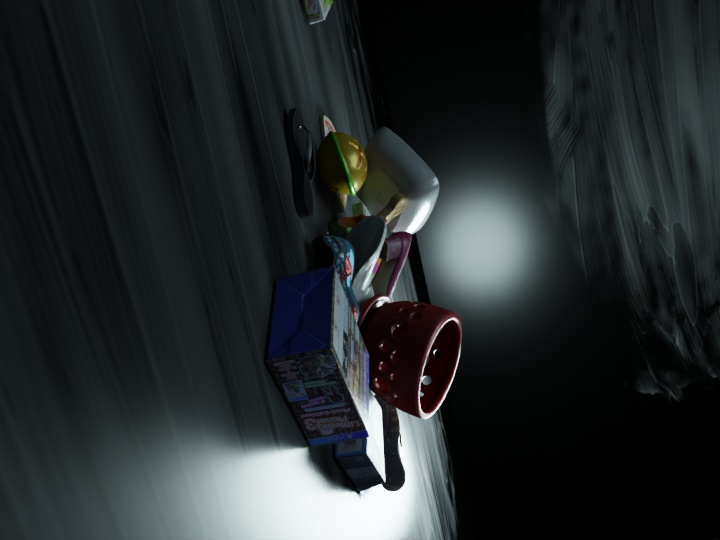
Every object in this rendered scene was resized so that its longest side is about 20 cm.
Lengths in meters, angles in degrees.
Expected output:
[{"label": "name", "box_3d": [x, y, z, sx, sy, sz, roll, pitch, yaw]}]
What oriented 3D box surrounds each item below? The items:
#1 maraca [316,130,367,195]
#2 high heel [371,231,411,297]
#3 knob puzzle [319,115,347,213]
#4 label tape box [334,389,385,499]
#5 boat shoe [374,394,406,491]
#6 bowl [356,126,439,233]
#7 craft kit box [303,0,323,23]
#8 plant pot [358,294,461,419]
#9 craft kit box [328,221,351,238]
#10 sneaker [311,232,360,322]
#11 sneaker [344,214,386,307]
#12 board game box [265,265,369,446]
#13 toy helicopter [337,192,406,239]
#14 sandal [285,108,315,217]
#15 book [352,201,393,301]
[{"label": "maraca", "box_3d": [-0.039, -0.222, 1.478, 0.200, 0.104, 0.141, -127, -162, -89]}, {"label": "high heel", "box_3d": [0.061, 0.020, 1.442, 0.095, 0.067, 0.205, -18, 131, -46]}, {"label": "knob puzzle", "box_3d": [-0.053, -0.269, 1.644, 0.219, 0.030, 0.227, -12, 91, -79]}, {"label": "label tape box", "box_3d": [0.006, 0.308, 1.282, 0.202, 0.061, 0.147, 66, 17, -50]}, {"label": "boat shoe", "box_3d": [0.054, 0.359, 1.489, 0.072, 0.073, 0.207, 15, 70, -87]}, {"label": "bowl", "box_3d": [0.066, -0.180, 1.522, 0.200, 0.074, 0.202, 46, -32, 15]}, {"label": "craft kit box", "box_3d": [-0.120, -0.715, 1.671, 0.202, 0.047, 0.202, -84, 163, -58]}, {"label": "plant pot", "box_3d": [0.074, 0.152, 1.322, 0.200, 0.178, 0.206, -43, 141, -48]}, {"label": "craft kit box", "box_3d": [-0.014, -0.016, 1.568, 0.200, 0.047, 0.204, -42, 118, -78]}, {"label": "sneaker", "box_3d": [-0.060, 0.032, 1.243, 0.095, 0.078, 0.206, 24, 54, -49]}, {"label": "sneaker", "box_3d": [0.000, 0.000, 1.356, 0.204, 0.072, 0.116, -62, 156, -8]}, {"label": "board game box", "box_3d": [-0.056, 0.128, 1.035, 0.162, 0.094, 0.203, -89, 164, -48]}, {"label": "toy helicopter", "box_3d": [0.020, -0.088, 1.406, 0.078, 0.200, 0.133, 37, -18, 26]}, {"label": "sandal", "box_3d": [-0.099, -0.197, 1.281, 0.076, 0.042, 0.207, 41, 39, -74]}, {"label": "book", "box_3d": [0.024, -0.031, 1.559, 0.134, 0.047, 0.205, 55, 25, -57]}]
